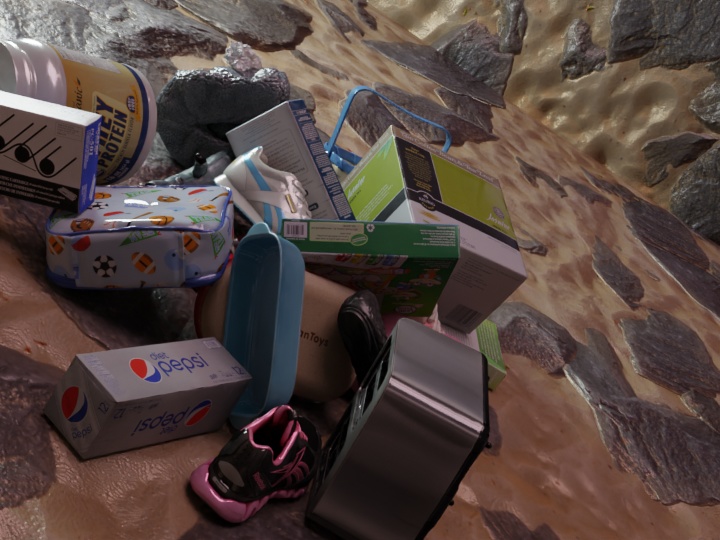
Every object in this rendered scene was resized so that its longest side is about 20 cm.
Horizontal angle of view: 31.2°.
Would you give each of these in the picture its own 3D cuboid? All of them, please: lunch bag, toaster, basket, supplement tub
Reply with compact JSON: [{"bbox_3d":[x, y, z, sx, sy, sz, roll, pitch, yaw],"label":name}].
[{"bbox_3d":[-0.222,-0.039,1.343,0.196,0.077,0.161,1,22,-1],"label":"lunch bag"},{"bbox_3d":[0.041,0.171,1.254,0.117,0.182,0.200,27,21,-6],"label":"toaster"},{"bbox_3d":[0.020,-0.147,1.873,0.175,0.202,0.139,25,15,-25],"label":"basket"},{"bbox_3d":[-0.345,-0.179,1.461,0.199,0.145,0.145,7,34,-51],"label":"supplement tub"}]

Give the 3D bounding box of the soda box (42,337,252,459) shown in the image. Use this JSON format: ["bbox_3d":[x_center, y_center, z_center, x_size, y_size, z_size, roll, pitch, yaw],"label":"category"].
[{"bbox_3d":[-0.189,0.112,1.175,0.063,0.069,0.199,43,22,22],"label":"soda box"}]

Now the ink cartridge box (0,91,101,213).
[{"bbox_3d":[-0.362,-0.128,1.295,0.197,0.095,0.044,14,23,7],"label":"ink cartridge box"}]

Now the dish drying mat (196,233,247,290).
[{"bbox_3d":[-0.149,0.000,1.558,0.076,0.018,0.200,38,20,6],"label":"dish drying mat"}]

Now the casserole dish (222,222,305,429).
[{"bbox_3d":[-0.095,0.056,1.272,0.038,0.204,0.121,9,-7,-29],"label":"casserole dish"}]

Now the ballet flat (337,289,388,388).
[{"bbox_3d":[0.027,0.117,1.378,0.066,0.203,0.057,-3,23,34],"label":"ballet flat"}]

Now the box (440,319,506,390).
[{"bbox_3d":[0.106,0.072,1.773,0.198,0.037,0.145,29,21,-12],"label":"box"}]

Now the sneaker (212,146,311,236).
[{"bbox_3d":[-0.092,-0.069,1.581,0.200,0.081,0.077,45,-6,17],"label":"sneaker"}]

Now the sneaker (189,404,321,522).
[{"bbox_3d":[-0.077,0.163,1.204,0.079,0.096,0.200,37,19,12],"label":"sneaker"}]

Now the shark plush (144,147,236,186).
[{"bbox_3d":[-0.217,-0.118,1.613,0.091,0.084,0.199,45,22,24],"label":"shark plush"}]

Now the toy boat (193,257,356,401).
[{"bbox_3d":[-0.094,0.058,1.409,0.198,0.132,0.130,22,-7,-32],"label":"toy boat"}]

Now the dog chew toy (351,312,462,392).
[{"bbox_3d":[0.038,0.107,1.483,0.198,0.126,0.124,32,19,16],"label":"dog chew toy"}]

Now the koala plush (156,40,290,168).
[{"bbox_3d":[-0.183,-0.227,1.793,0.181,0.180,0.201,13,25,1],"label":"koala plush"}]

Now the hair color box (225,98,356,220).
[{"bbox_3d":[-0.083,-0.106,1.657,0.203,0.099,0.060,67,22,-1],"label":"hair color box"}]

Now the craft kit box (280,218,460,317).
[{"bbox_3d":[0.000,0.000,1.469,0.196,0.049,0.198,2,-18,-6],"label":"craft kit box"}]

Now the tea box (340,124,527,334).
[{"bbox_3d":[0.094,-0.054,1.735,0.198,0.134,0.199,23,38,-29],"label":"tea box"}]

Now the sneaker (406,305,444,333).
[{"bbox_3d":[0.087,0.086,1.616,0.199,0.105,0.076,31,19,-15],"label":"sneaker"}]
